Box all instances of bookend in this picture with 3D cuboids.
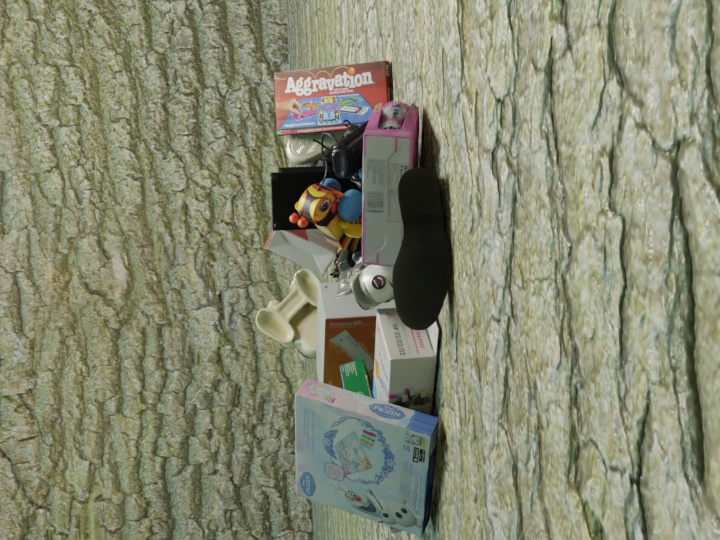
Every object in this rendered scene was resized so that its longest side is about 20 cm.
[{"bbox_3d":[-0.054,-0.128,1.679,0.199,0.199,0.093,-131,39,-76],"label":"bookend"}]

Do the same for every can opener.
[{"bbox_3d":[0.000,0.000,1.558,0.067,0.053,0.200,54,-162,-18],"label":"can opener"}]

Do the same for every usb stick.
[{"bbox_3d":[0.012,-0.185,1.440,0.200,0.032,0.056,-47,-39,-54],"label":"usb stick"}]

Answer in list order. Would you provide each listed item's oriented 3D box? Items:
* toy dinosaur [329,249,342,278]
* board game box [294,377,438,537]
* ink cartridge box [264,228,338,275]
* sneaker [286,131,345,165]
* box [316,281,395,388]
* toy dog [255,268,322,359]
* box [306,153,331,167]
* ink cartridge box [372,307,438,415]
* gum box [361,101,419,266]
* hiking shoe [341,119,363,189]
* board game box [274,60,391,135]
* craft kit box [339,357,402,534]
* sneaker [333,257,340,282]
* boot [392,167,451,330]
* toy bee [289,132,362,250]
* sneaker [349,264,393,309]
[{"bbox_3d":[0.004,-0.040,1.750,0.136,0.085,0.200,110,174,-45],"label":"toy dinosaur"},{"bbox_3d":[0.005,0.263,1.424,0.043,0.198,0.201,-55,-26,-50],"label":"board game box"},{"bbox_3d":[-0.080,-0.099,1.791,0.068,0.116,0.200,-59,9,44],"label":"ink cartridge box"},{"bbox_3d":[-0.046,-0.234,1.739,0.200,0.077,0.111,-49,-15,-18],"label":"sneaker"},{"bbox_3d":[-0.008,0.123,1.709,0.098,0.124,0.201,-104,13,-52],"label":"box"},{"bbox_3d":[-0.083,0.098,1.891,0.140,0.194,0.200,-55,-7,-5],"label":"toy dog"},{"bbox_3d":[-0.047,-0.174,1.947,0.122,0.106,0.201,-104,13,-56],"label":"box"},{"bbox_3d":[0.060,0.130,1.419,0.115,0.068,0.201,-106,15,-54],"label":"ink cartridge box"},{"bbox_3d":[0.041,-0.120,1.370,0.114,0.066,0.201,-75,-12,-61],"label":"gum box"},{"bbox_3d":[0.021,-0.133,1.536,0.074,0.086,0.201,105,160,-66],"label":"hiking shoe"},{"bbox_3d":[-0.046,-0.276,1.634,0.019,0.199,0.103,-7,-85,-66],"label":"board game box"},{"bbox_3d":[0.026,0.266,1.567,0.200,0.048,0.198,-104,-3,-66],"label":"craft kit box"},{"bbox_3d":[-0.011,0.050,1.849,0.077,0.083,0.201,94,169,-46],"label":"sneaker"},{"bbox_3d":[0.081,-0.026,1.283,0.075,0.073,0.201,0,-89,-79],"label":"boot"},{"bbox_3d":[-0.056,-0.090,1.479,0.131,0.109,0.200,14,145,54],"label":"toy bee"},{"bbox_3d":[0.053,0.002,1.470,0.074,0.088,0.200,60,-163,-5],"label":"sneaker"}]
